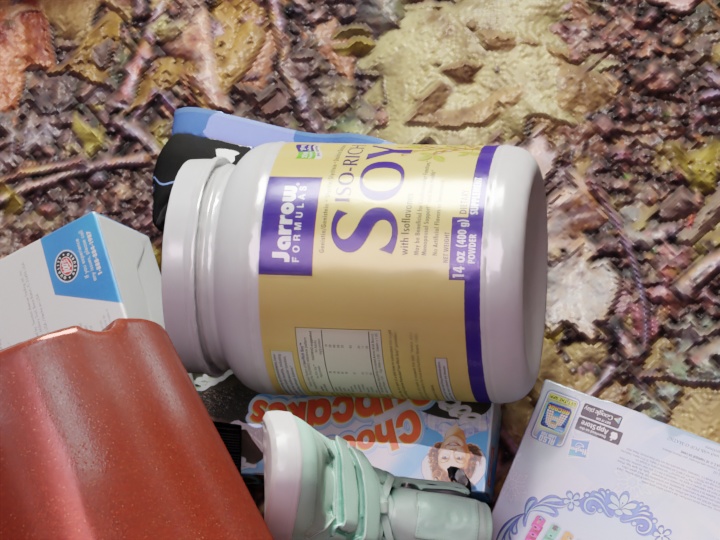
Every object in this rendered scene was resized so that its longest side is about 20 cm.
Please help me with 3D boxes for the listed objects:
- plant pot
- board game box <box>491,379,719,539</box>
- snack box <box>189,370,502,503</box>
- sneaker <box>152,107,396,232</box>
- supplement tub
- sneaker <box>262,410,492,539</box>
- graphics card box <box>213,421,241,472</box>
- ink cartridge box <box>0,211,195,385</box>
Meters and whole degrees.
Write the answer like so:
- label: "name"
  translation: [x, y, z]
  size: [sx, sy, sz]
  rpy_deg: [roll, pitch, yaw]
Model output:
- label: "plant pot"
  translation: [-0.131, 0.142, 1.167]
  size: [0.200, 0.201, 0.196]
  rpy_deg: [-24, 74, 2]
- label: "board game box"
  translation: [0.160, 0.189, 1.321]
  size: [0.200, 0.043, 0.199]
  rpy_deg: [20, 77, 16]
- label: "snack box"
  translation: [-0.015, 0.072, 1.395]
  size: [0.199, 0.037, 0.117]
  rpy_deg: [3, 74, 11]
- label: "sneaker"
  translation: [-0.032, -0.043, 1.424]
  size: [0.200, 0.070, 0.078]
  rpy_deg: [11, 78, 21]
- label: "supplement tub"
  translation: [0.000, 0.000, 1.319]
  size: [0.199, 0.145, 0.146]
  rpy_deg: [1, 73, 10]
- label: "sneaker"
  translation: [0.011, 0.121, 1.270]
  size: [0.118, 0.200, 0.074]
  rpy_deg: [-2, 71, 7]
- label: "graphics card box"
  translation: [-0.104, 0.182, 1.310]
  size: [0.051, 0.125, 0.201]
  rpy_deg: [0, 86, 12]
- label: "ink cartridge box"
  translation: [-0.208, 0.063, 1.405]
  size: [0.200, 0.067, 0.116]
  rpy_deg: [-26, 68, 19]
